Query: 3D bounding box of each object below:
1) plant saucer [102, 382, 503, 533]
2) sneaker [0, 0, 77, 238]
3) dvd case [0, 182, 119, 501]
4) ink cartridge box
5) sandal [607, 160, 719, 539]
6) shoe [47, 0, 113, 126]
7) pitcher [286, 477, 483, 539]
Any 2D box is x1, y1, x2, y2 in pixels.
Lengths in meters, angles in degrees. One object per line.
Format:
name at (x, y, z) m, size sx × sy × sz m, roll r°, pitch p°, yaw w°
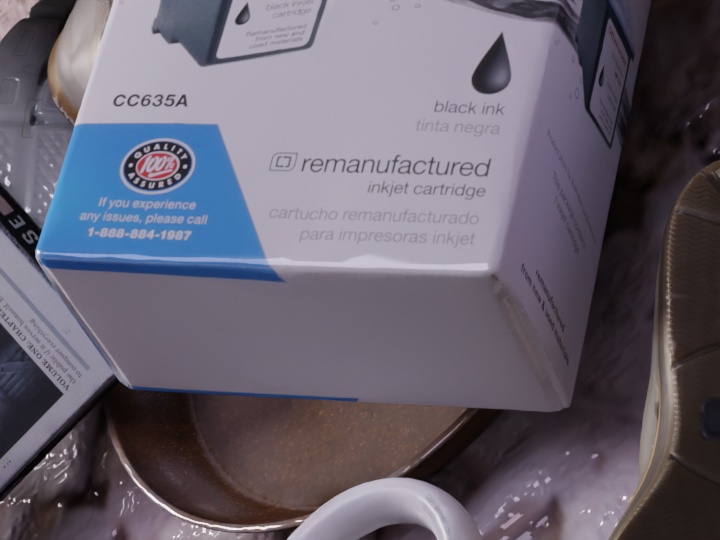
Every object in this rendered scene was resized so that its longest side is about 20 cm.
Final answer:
plant saucer at (0.000, 0.000, 0.949) m, size 0.200 × 0.034 × 0.201 m, roll -24°, pitch 47°, yaw 29°
sneaker at (-0.089, -0.070, 1.055) m, size 0.077 × 0.082 × 0.201 m, roll 13°, pitch 48°, yaw 0°
dvd case at (-0.186, 0.035, 1.004) m, size 0.200 × 0.150 × 0.025 m, roll -44°, pitch -4°, yaw 26°
ink cartridge box at (0.004, -0.065, 0.878) m, size 0.146 × 0.086 × 0.201 m, roll 2°, pitch 61°, yaw 21°
sandal at (0.100, 0.065, 0.784) m, size 0.080 × 0.054 × 0.201 m, roll 11°, pitch 64°, yaw -1°
shoe at (-0.029, -0.121, 1.002) m, size 0.200 × 0.070 × 0.053 m, roll -49°, pitch -5°, yaw -27°
pitcher at (-0.035, 0.160, 0.806) m, size 0.199 × 0.121 × 0.172 m, roll -31°, pitch 44°, yaw 11°
